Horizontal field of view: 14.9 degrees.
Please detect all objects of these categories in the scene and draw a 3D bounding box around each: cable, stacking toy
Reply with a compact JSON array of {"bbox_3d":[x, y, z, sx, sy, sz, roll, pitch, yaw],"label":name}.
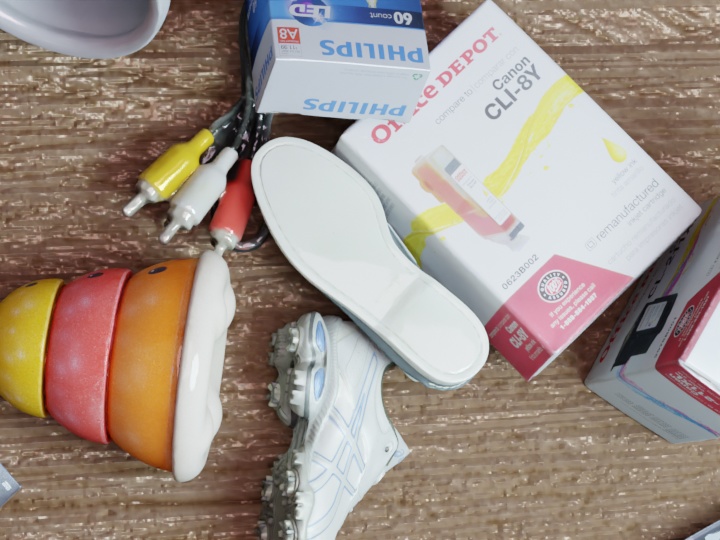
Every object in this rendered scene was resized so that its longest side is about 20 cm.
[{"bbox_3d":[-0.070,-0.093,1.786,0.097,0.050,0.200,33,78,-15],"label":"cable"},{"bbox_3d":[-0.183,0.049,1.717,0.200,0.146,0.146,7,83,0],"label":"stacking toy"}]

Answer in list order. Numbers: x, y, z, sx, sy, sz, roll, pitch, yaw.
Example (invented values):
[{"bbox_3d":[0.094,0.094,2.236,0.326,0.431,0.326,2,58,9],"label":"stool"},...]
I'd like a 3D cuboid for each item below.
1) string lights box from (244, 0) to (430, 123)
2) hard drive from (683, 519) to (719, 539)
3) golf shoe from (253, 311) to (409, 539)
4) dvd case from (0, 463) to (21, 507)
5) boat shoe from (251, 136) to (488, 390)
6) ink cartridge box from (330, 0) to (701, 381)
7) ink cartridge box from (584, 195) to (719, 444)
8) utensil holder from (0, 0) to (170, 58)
[{"bbox_3d":[-0.021,-0.192,1.758,0.103,0.059,0.200,3,55,-15],"label":"string lights box"},{"bbox_3d":[0.212,0.257,1.838,0.200,0.042,0.135,-32,94,-15],"label":"hard drive"},{"bbox_3d":[-0.012,0.129,1.773,0.097,0.078,0.200,8,84,-21],"label":"golf shoe"},{"bbox_3d":[-0.324,0.151,1.688,0.200,0.016,0.149,-44,118,-14],"label":"dvd case"},{"bbox_3d":[0.000,0.000,1.772,0.073,0.062,0.200,-43,85,-15],"label":"boat shoe"},{"bbox_3d":[0.097,-0.053,1.791,0.145,0.083,0.200,-43,85,-15],"label":"ink cartridge box"},{"bbox_3d":[0.237,0.029,1.784,0.083,0.200,0.146,32,78,-8],"label":"ink cartridge box"},{"bbox_3d":[-0.159,-0.260,1.690,0.170,0.170,0.200,31,61,-11],"label":"utensil holder"}]
